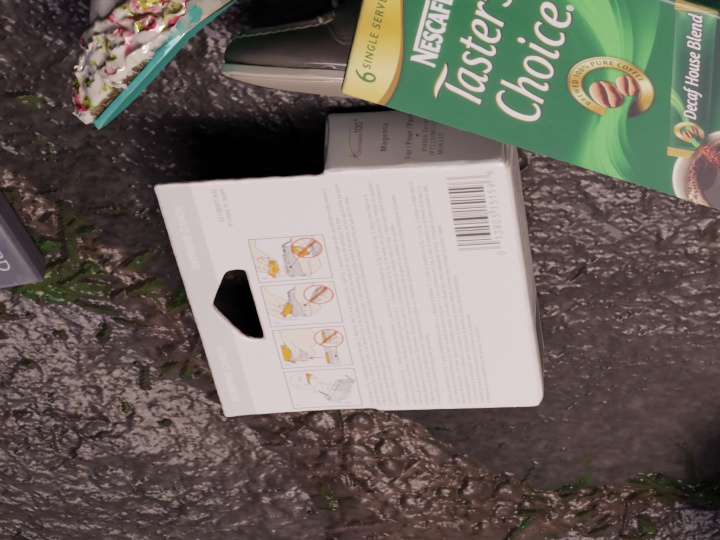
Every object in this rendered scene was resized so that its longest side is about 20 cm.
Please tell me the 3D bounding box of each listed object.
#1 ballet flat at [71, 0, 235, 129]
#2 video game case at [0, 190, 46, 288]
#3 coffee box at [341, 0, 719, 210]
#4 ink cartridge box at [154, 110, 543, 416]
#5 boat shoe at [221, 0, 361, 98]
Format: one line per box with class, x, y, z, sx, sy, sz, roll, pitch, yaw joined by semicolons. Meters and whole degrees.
ballet flat;-0.074;-0.140;1.144;0.064;0.076;0.200;49;125;-4
video game case;-0.280;-0.027;1.329;0.199;0.019;0.143;-10;140;15
coffee box;0.096;-0.096;1.087;0.199;0.044;0.123;19;144;1
ink cartridge box;0.000;0.000;1.317;0.172;0.044;0.201;-2;141;9
boat shoe;0.037;-0.108;1.181;0.199;0.057;0.067;3;177;7
